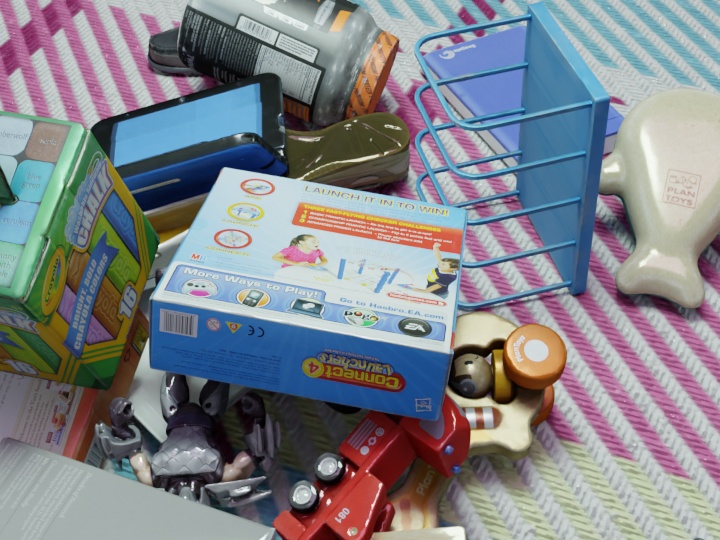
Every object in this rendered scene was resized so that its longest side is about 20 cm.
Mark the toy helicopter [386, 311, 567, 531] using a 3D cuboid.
[{"bbox_3d":[0.058,0.112,0.837,0.130,0.079,0.201,24,61,14],"label":"toy helicopter"}]

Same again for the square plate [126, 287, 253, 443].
[{"bbox_3d":[-0.139,0.040,0.940,0.199,0.029,0.197,34,54,30],"label":"square plate"}]

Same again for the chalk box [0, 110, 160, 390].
[{"bbox_3d":[-0.230,-0.021,0.748,0.122,0.201,0.126,9,67,14],"label":"chalk box"}]

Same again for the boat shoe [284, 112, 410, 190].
[{"bbox_3d":[-0.050,-0.092,1.067,0.197,0.064,0.074,-15,56,-6],"label":"boat shoe"}]

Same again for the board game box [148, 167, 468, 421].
[{"bbox_3d":[-0.028,0.009,0.816,0.196,0.057,0.197,10,31,4],"label":"board game box"}]

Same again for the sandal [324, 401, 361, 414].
[{"bbox_3d":[-0.046,0.047,0.880,0.076,0.043,0.201,28,17,-38],"label":"sandal"}]

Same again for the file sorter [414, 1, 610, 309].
[{"bbox_3d":[0.115,-0.088,0.952,0.120,0.202,0.140,-13,44,-10],"label":"file sorter"}]

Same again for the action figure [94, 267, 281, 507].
[{"bbox_3d":[-0.120,0.097,0.817,0.127,0.070,0.203,3,50,-6],"label":"action figure"}]

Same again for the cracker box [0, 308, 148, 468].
[{"bbox_3d":[-0.271,0.070,0.856,0.196,0.058,0.136,14,69,13],"label":"cracker box"}]

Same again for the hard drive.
[{"bbox_3d":[0.165,-0.174,1.167,0.130,0.026,0.201,-19,47,-19],"label":"hard drive"}]

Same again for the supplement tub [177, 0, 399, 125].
[{"bbox_3d":[-0.069,-0.221,1.127,0.197,0.123,0.123,24,46,2],"label":"supplement tub"}]

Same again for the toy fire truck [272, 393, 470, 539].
[{"bbox_3d":[0.021,0.175,0.745,0.140,0.049,0.200,33,71,32],"label":"toy fire truck"}]

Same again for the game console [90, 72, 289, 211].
[{"bbox_3d":[-0.171,-0.117,1.003,0.196,0.171,0.121,-15,81,8],"label":"game console"}]

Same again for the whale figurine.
[{"bbox_3d":[0.277,-0.057,1.013,0.156,0.104,0.203,12,69,11],"label":"whale figurine"}]

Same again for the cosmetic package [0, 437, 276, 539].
[{"bbox_3d":[-0.152,0.193,0.726,0.196,0.108,0.091,15,46,12],"label":"cosmetic package"}]

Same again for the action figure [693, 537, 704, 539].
[{"bbox_3d":[0.282,0.234,0.721,0.192,0.105,0.201,-32,79,-21],"label":"action figure"}]

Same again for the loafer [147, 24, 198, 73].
[{"bbox_3d":[-0.130,-0.258,1.224,0.196,0.064,0.073,-8,45,-8],"label":"loafer"}]

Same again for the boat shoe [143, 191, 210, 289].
[{"bbox_3d":[-0.185,-0.021,0.929,0.196,0.071,0.071,-14,44,-7],"label":"boat shoe"}]
